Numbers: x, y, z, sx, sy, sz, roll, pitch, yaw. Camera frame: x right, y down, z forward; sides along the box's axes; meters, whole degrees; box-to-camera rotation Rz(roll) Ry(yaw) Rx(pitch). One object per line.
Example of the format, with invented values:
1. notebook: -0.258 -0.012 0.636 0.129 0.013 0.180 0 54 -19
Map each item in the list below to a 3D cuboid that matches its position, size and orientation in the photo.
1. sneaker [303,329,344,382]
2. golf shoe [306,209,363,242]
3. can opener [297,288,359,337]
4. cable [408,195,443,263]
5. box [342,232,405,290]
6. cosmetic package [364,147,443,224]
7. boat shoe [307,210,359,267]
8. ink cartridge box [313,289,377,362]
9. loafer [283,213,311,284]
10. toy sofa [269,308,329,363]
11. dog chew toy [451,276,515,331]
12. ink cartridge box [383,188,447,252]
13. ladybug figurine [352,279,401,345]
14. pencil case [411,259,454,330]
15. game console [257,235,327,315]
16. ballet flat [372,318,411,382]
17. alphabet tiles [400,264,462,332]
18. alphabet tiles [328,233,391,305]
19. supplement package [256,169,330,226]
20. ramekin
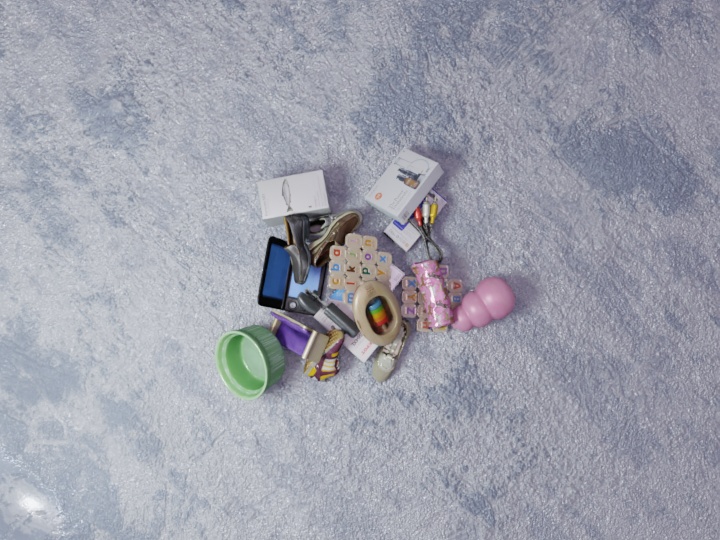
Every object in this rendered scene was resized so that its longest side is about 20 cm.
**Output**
1. sneaker: -0.083 0.246 1.651 0.089 0.076 0.200 29 128 -17
2. golf shoe: -0.083 -0.134 1.713 0.197 0.097 0.079 -19 83 -5
3. can opener: -0.089 0.122 1.623 0.199 0.053 0.067 37 69 2
4. cable: 0.192 -0.116 1.706 0.095 0.050 0.203 -8 84 -1
5. box: 0.021 -0.005 1.716 0.199 0.060 0.117 37 85 0
6. cosmetic package: 0.128 -0.254 1.714 0.150 0.052 0.201 33 83 41
7. boat shoe: -0.071 -0.084 1.670 0.202 0.075 0.075 -45 46 0
8. ink cartridge box: -0.017 0.149 1.691 0.199 0.084 0.146 40 85 4
9. loafer: -0.186 -0.060 1.636 0.071 0.072 0.204 1 82 -36
10. toy sofa: -0.189 0.183 1.625 0.097 0.199 0.084 29 83 -42
11. dog chew toy: 0.351 0.106 1.687 0.198 0.125 0.126 -32 86 2
12. ink cartridge box: 0.166 -0.161 1.751 0.094 0.037 0.201 40 87 2
13. ladybug figurine: 0.039 0.112 1.595 0.135 0.072 0.202 -29 111 -19
14. pencil case: 0.208 0.066 1.665 0.085 0.083 0.203 -14 88 4
15. game console: -0.193 0.019 1.684 0.173 0.116 0.203 10 84 0
16. ballet flat: 0.091 0.234 1.694 0.069 0.069 0.202 25 85 1
17. alphabet tiles: 0.214 0.082 1.716 0.192 0.015 0.204 4 83 -14
18. alphabet tiles: 0.000 0.000 1.641 0.193 0.015 0.204 6 82 -25
19. supplement package: -0.194 -0.212 1.707 0.197 0.117 0.119 -11 85 -2
20. ramekin: -0.307 0.252 1.627 0.198 0.097 0.203 9 107 32
